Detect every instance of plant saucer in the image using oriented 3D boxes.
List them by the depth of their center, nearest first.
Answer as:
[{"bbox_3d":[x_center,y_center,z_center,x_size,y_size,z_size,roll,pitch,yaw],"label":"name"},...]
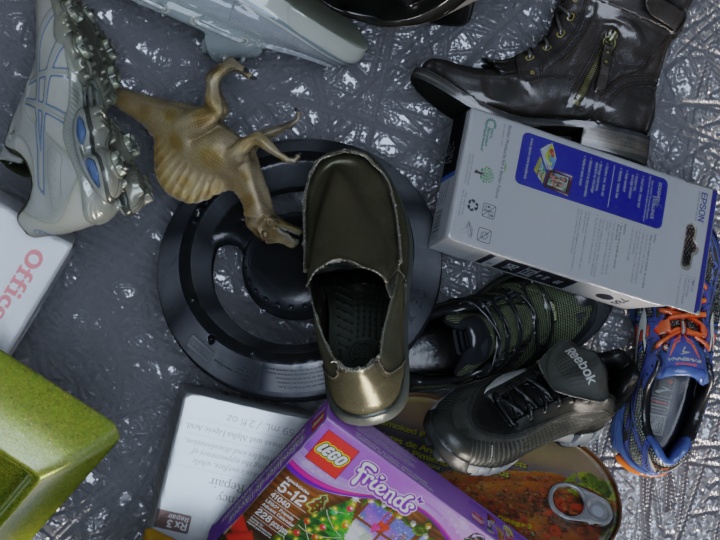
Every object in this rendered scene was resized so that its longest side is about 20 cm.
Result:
[{"bbox_3d":[-0.292,0.120,1.333,0.200,0.048,0.200,34,130,-11],"label":"plant saucer"}]

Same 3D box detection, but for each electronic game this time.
[{"bbox_3d":[-0.043,-0.002,1.385,0.200,0.042,0.200,-2,64,4],"label":"electronic game"}]

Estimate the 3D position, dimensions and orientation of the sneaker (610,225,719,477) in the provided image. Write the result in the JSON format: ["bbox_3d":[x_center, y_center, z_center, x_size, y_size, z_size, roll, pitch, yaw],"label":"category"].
[{"bbox_3d":[0.231,0.055,1.439,0.075,0.078,0.200,4,93,-8],"label":"sneaker"}]

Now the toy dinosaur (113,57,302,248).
[{"bbox_3d":[-0.110,-0.099,1.366,0.200,0.058,0.101,38,90,14],"label":"toy dinosaur"}]

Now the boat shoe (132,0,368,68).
[{"bbox_3d":[-0.094,-0.185,1.399,0.201,0.070,0.072,26,114,-12],"label":"boat shoe"}]

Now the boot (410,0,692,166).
[{"bbox_3d":[0.146,-0.177,1.430,0.200,0.069,0.174,15,86,-11],"label":"boot"}]

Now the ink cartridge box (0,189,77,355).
[{"bbox_3d":[-0.314,-0.009,1.367,0.200,0.085,0.145,31,90,-9],"label":"ink cartridge box"}]

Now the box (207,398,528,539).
[{"bbox_3d":[0.014,0.195,1.354,0.200,0.039,0.137,37,109,-12],"label":"box"}]

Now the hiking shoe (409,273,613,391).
[{"bbox_3d":[0.091,0.050,1.411,0.200,0.101,0.076,-18,98,-5],"label":"hiking shoe"}]

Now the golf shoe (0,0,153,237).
[{"bbox_3d":[-0.210,-0.112,1.349,0.097,0.078,0.200,-25,55,14],"label":"golf shoe"}]

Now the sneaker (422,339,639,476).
[{"bbox_3d":[0.124,0.087,1.375,0.091,0.200,0.067,-48,64,34],"label":"sneaker"}]

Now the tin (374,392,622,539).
[{"bbox_3d":[0.088,0.154,1.420,0.200,0.042,0.112,18,52,-7],"label":"tin"}]

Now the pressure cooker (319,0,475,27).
[{"bbox_3d":[0.049,-0.265,1.343,0.176,0.200,0.179,-41,87,29],"label":"pressure cooker"}]

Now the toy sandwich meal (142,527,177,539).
[{"bbox_3d":[-0.111,0.261,1.341,0.205,0.070,0.205,4,115,8],"label":"toy sandwich meal"}]

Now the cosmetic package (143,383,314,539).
[{"bbox_3d":[-0.102,0.188,1.411,0.101,0.074,0.200,12,91,-8],"label":"cosmetic package"}]

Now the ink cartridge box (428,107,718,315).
[{"bbox_3d":[0.151,-0.036,1.395,0.200,0.039,0.100,18,72,-16],"label":"ink cartridge box"}]

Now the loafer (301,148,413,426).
[{"bbox_3d":[0.000,0.000,1.317,0.075,0.070,0.200,-9,63,1],"label":"loafer"}]
